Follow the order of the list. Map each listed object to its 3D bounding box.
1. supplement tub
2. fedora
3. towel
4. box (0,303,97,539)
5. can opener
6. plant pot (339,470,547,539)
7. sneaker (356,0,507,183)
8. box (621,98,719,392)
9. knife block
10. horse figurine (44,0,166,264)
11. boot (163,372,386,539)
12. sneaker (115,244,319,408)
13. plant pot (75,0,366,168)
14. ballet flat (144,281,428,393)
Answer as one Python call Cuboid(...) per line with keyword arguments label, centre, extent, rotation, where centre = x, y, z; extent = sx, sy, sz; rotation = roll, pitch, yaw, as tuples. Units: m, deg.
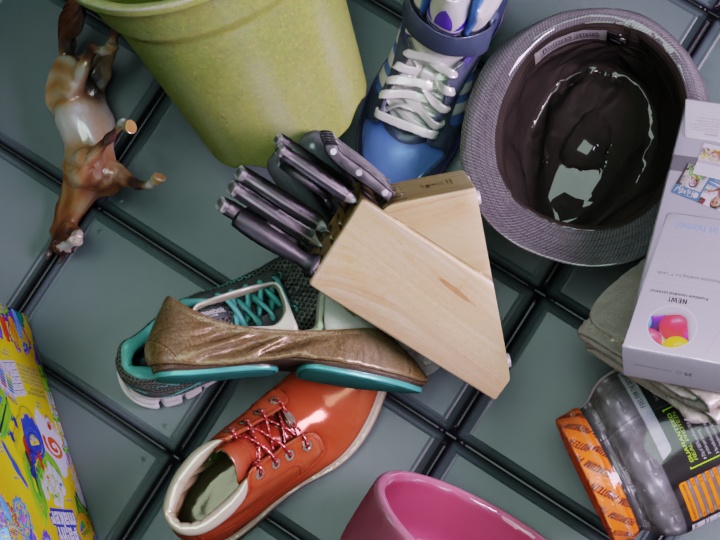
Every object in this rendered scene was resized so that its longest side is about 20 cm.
Cuboid(label="supplement tub", centre=(0.244, 0.103, 1.116), extent=(0.199, 0.123, 0.123), rotation=(-25, 79, 1))
Cuboid(label="fedora", centre=(0.162, -0.088, 1.173), extent=(0.176, 0.090, 0.201), rotation=(13, 76, 6))
Cuboid(label="towel", centre=(0.254, 0.012, 1.087), extent=(0.200, 0.035, 0.132), rotation=(-39, 44, -14))
Cuboid(label="box", centre=(-0.289, 0.125, 1.129), extent=(0.121, 0.200, 0.194), rotation=(-21, 78, 2))
Cuboid(label="can opener", centre=(0.002, -0.009, 1.159), extent=(0.052, 0.067, 0.200), rotation=(-31, 106, 11))
Cuboid(label="plant pot", centre=(0.052, 0.264, 1.086), extent=(0.199, 0.200, 0.180), rotation=(31, 101, 10))
Cuboid(label="sneaker", centre=(0.048, -0.154, 1.167), extent=(0.080, 0.146, 0.201), rotation=(25, 84, 10))
Cuboid(label="box", centre=(0.265, -0.012, 1.039), extent=(0.155, 0.041, 0.201), rotation=(9, 58, 17))
Cuboid(label="knife block", centre=(0.000, 0.000, 1.098), extent=(0.174, 0.064, 0.201), rotation=(-12, 105, 0))
Cuboid(label="horse figurine", centre=(-0.202, -0.119, 1.218), extent=(0.050, 0.132, 0.201), rotation=(-3, 77, -38))
Cuboid(label="boot", centre=(-0.059, 0.123, 1.155), extent=(0.200, 0.107, 0.075), rotation=(-44, 76, -5))
Cuboid(label="sneaker", centre=(-0.091, 0.040, 1.178), extent=(0.199, 0.091, 0.078), rotation=(-30, 80, 0))
Cuboid(label="plant pot", centre=(-0.083, -0.180, 1.149), extent=(0.199, 0.185, 0.201), rotation=(-14, 44, 14))
Cuboid(label="ballet flat", centre=(-0.049, 0.045, 1.121), extent=(0.199, 0.068, 0.073), rotation=(3, 78, -8))
